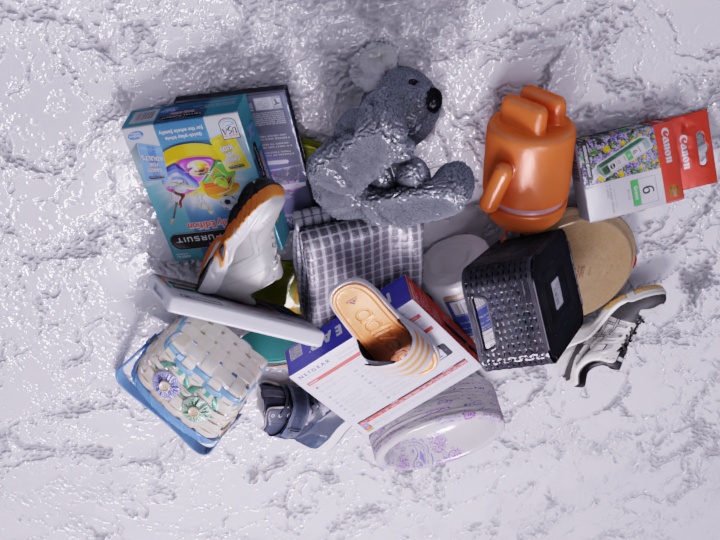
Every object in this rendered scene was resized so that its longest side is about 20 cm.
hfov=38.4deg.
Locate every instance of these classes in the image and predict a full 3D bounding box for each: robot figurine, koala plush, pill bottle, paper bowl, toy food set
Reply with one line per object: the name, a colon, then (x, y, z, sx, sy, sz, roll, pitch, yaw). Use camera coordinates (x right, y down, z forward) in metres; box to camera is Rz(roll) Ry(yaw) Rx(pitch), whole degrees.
robot figurine: (0.214, -0.133, 1.331, 0.116, 0.144, 0.201, 3, 125, 6)
koala plush: (0.035, -0.168, 1.235, 0.183, 0.201, 0.177, -20, 133, 41)
pill bottle: (0.163, 0.056, 1.451, 0.110, 0.111, 0.201, -25, 125, 6)
paper bowl: (0.105, 0.211, 1.524, 0.199, 0.105, 0.201, -12, 153, -6)
toy food set: (0.301, -0.010, 1.475, 0.197, 0.049, 0.201, -15, 125, -2)

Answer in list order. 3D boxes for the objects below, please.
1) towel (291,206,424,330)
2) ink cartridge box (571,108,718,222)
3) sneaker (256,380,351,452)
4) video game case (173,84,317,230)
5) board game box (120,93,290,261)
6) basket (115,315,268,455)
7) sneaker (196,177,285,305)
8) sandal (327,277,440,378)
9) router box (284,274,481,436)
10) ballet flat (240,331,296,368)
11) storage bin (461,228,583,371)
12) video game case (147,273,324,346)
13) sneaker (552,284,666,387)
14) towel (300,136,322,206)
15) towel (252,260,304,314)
towel: (0.000, 0.000, 1.343, 0.165, 0.086, 0.201, -16, 134, -13)
ink cartridge box: (0.384, -0.142, 1.378, 0.199, 0.050, 0.110, -14, 102, -2)
sneaker: (-0.065, 0.178, 1.508, 0.146, 0.077, 0.203, 22, 118, -27)
video game case: (-0.138, -0.133, 1.292, 0.142, 0.019, 0.201, -4, 127, 13)
board game box: (-0.188, -0.109, 1.278, 0.150, 0.047, 0.201, -6, 126, 14)
basket: (-0.236, 0.154, 1.412, 0.176, 0.139, 0.200, 40, 136, -4)
sneaker: (-0.124, -0.032, 1.260, 0.092, 0.076, 0.200, 22, 136, -18)
sandal: (0.028, 0.089, 1.266, 0.079, 0.059, 0.207, -32, 131, 16)
router box: (0.032, 0.117, 1.369, 0.199, 0.049, 0.179, -32, 131, 16)
ballet flat: (-0.077, 0.105, 1.461, 0.199, 0.068, 0.067, -13, 151, 8)
storage bin: (0.214, 0.035, 1.331, 0.093, 0.200, 0.136, -10, 100, 25)
video game case: (-0.164, 0.049, 1.326, 0.199, 0.182, 0.024, 15, 93, -21)
sneaker: (0.378, 0.101, 1.531, 0.200, 0.088, 0.076, -37, 152, 19)
towel: (-0.015, -0.108, 1.351, 0.199, 0.018, 0.086, 18, 118, -22)
towel: (-0.115, 0.025, 1.430, 0.199, 0.018, 0.087, 4, 122, -14)
